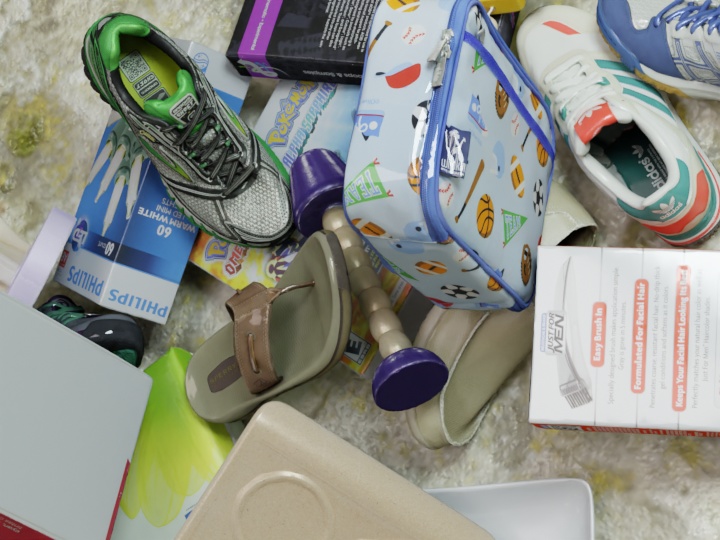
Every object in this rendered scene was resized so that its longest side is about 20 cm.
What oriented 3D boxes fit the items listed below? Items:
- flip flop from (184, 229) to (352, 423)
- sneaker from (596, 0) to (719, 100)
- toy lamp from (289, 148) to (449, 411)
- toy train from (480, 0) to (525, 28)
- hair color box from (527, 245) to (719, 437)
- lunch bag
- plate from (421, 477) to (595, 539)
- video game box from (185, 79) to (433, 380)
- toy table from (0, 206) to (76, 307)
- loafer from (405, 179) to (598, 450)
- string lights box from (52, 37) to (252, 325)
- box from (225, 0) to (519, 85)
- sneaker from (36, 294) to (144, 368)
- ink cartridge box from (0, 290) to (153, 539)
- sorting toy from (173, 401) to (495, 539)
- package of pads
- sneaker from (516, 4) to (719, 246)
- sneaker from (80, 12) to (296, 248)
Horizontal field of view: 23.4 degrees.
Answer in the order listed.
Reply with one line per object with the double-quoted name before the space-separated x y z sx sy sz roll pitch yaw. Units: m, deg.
"flip flop" -0.069 0.043 1.149 0.200 0.057 0.081 -37 58 44
"sneaker" 0.236 -0.145 1.086 0.200 0.088 0.075 34 65 24
"toy lamp" 0.000 0.000 1.151 0.058 0.058 0.200 -37 54 18
"toy train" 0.037 -0.202 1.168 0.150 0.056 0.200 -28 60 4
"hair color box" 0.206 0.045 1.062 0.199 0.064 0.111 2 81 11
"lunch bag" 0.059 -0.072 1.050 0.075 0.200 0.161 4 69 24
"plate" 0.068 0.242 1.147 0.199 0.032 0.200 -7 78 27
"video game box" -0.008 -0.051 1.238 0.182 0.047 0.200 32 96 32
"toy table" -0.292 -0.002 1.279 0.200 0.117 0.184 -52 14 50
"loafer" 0.093 0.031 1.148 0.068 0.076 0.201 25 92 36
"string lights box" -0.154 -0.070 1.292 0.103 0.059 0.201 18 89 58
"box" 0.017 -0.197 1.225 0.199 0.036 0.143 7 68 24
"sneaker" -0.219 0.048 1.283 0.200 0.074 0.088 -32 55 52
"ink cartridge box" -0.268 0.129 1.188 0.200 0.144 0.146 -27 41 42
"sorting toy" -0.036 0.211 1.127 0.185 0.036 0.200 33 92 -4
"package of pads" -0.140 0.180 1.251 0.154 0.068 0.200 -36 63 19
"sneaker" 0.159 -0.106 1.127 0.070 0.093 0.200 -39 65 17
"sneaker" -0.119 -0.092 1.196 0.078 0.085 0.200 -44 99 -4
